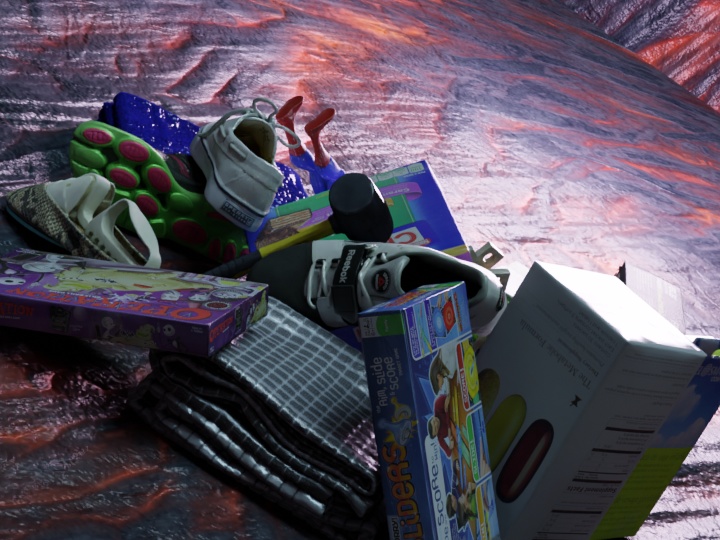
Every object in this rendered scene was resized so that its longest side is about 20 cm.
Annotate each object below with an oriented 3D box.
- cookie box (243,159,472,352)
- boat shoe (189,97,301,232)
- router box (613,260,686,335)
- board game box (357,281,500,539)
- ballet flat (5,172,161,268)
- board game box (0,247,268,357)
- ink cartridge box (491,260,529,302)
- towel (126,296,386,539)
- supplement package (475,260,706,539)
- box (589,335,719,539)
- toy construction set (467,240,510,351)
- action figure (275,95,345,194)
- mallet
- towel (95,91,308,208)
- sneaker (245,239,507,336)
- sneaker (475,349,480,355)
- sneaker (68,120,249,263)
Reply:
[{"bbox_3d":[0.000,0.000,1.807,0.171,0.075,0.200,-18,26,-1],"label":"cookie box"},{"bbox_3d":[-0.093,-0.105,1.866,0.075,0.086,0.202,34,12,-14],"label":"boat shoe"},{"bbox_3d":[0.221,0.092,1.928,0.062,0.150,0.200,28,17,-3],"label":"router box"},{"bbox_3d":[0.051,0.116,1.556,0.034,0.200,0.135,-6,5,22],"label":"board game box"},{"bbox_3d":[-0.200,-0.029,1.720,0.068,0.075,0.200,7,28,-49],"label":"ballet flat"},{"bbox_3d":[-0.178,0.021,1.560,0.200,0.032,0.120,8,20,16],"label":"board game box"},{"bbox_3d":[0.155,0.047,2.085,0.104,0.059,0.200,33,11,10],"label":"ink cartridge box"},{"bbox_3d":[-0.047,0.100,1.595,0.200,0.086,0.166,32,19,7],"label":"towel"},{"bbox_3d":[0.148,0.110,1.682,0.110,0.200,0.114,10,25,-48],"label":"supplement package"},{"bbox_3d":[0.229,0.125,1.769,0.048,0.200,0.122,40,20,30],"label":"box"},{"bbox_3d":[0.081,0.055,1.832,0.092,0.131,0.200,26,25,-20],"label":"toy construction set"},{"bbox_3d":[-0.020,-0.063,1.953,0.065,0.200,0.052,20,51,37],"label":"action figure"},{"bbox_3d":[-0.072,-0.019,1.724,0.066,0.200,0.041,75,-7,-58],"label":"mallet"},{"bbox_3d":[-0.141,-0.096,2.023,0.200,0.050,0.148,22,13,-20],"label":"towel"},{"bbox_3d":[0.009,0.007,1.661,0.200,0.074,0.089,1,-13,6],"label":"sneaker"},{"bbox_3d":[0.140,0.120,1.862,0.082,0.070,0.200,28,21,-21],"label":"sneaker"},{"bbox_3d":[-0.170,-0.067,1.897,0.200,0.077,0.084,31,9,-31],"label":"sneaker"}]
